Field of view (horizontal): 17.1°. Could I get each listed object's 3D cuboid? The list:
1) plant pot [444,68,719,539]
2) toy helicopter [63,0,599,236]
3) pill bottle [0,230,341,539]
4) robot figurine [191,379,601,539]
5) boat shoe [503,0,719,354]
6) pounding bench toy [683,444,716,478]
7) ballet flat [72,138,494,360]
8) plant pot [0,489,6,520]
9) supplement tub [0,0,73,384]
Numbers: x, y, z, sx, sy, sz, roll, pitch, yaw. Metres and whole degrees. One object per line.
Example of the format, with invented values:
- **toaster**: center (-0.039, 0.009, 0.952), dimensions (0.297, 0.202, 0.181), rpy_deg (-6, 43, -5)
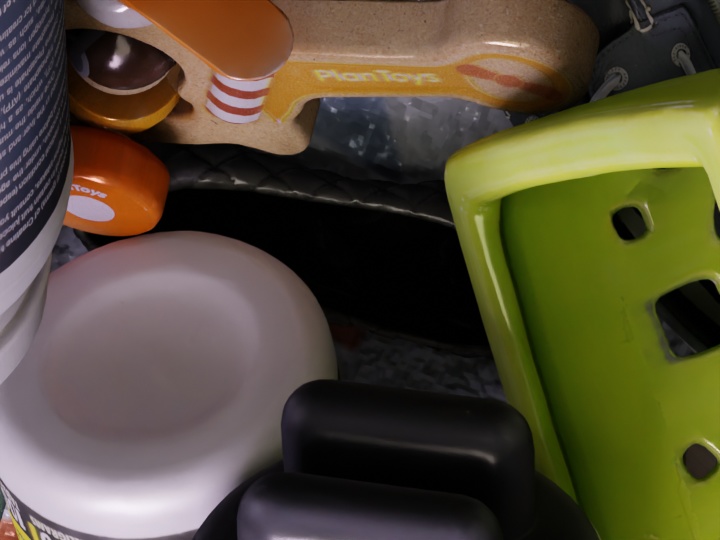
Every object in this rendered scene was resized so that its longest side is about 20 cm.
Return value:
- **plant pot**: center (0.156, 0.028, 0.645), dimensions (0.180, 0.199, 0.201), rpy_deg (-20, 95, -16)
- **toy helicopter**: center (-0.030, -0.071, 0.696), dimensions (0.198, 0.079, 0.132), rpy_deg (3, 155, 22)
- **pill bottle**: center (-0.052, 0.093, 0.794), dimensions (0.111, 0.113, 0.201), rpy_deg (2, 137, 11)
- **robot figurine**: center (0.009, 0.129, 0.686), dimensions (0.125, 0.150, 0.201), rpy_deg (36, 141, 42)
- **boat shoe**: center (0.086, -0.046, 0.742), dimensions (0.073, 0.062, 0.200), rpy_deg (-28, 112, 29)
- **pounding bench toy**: center (0.098, 0.175, 0.848), dimensions (0.156, 0.125, 0.200), rpy_deg (40, 122, -15)
- **ballet flat**: center (0.000, 0.000, 0.795), dimensions (0.198, 0.057, 0.067), rpy_deg (12, 123, 5)
- **plant pot**: center (-0.185, 0.018, 0.789), dimensions (0.200, 0.200, 0.135), rpy_deg (35, 88, -11)
- **supplement tub**: center (-0.146, -0.061, 0.622), dimensions (0.139, 0.141, 0.201), rpy_deg (11, 138, 5)
